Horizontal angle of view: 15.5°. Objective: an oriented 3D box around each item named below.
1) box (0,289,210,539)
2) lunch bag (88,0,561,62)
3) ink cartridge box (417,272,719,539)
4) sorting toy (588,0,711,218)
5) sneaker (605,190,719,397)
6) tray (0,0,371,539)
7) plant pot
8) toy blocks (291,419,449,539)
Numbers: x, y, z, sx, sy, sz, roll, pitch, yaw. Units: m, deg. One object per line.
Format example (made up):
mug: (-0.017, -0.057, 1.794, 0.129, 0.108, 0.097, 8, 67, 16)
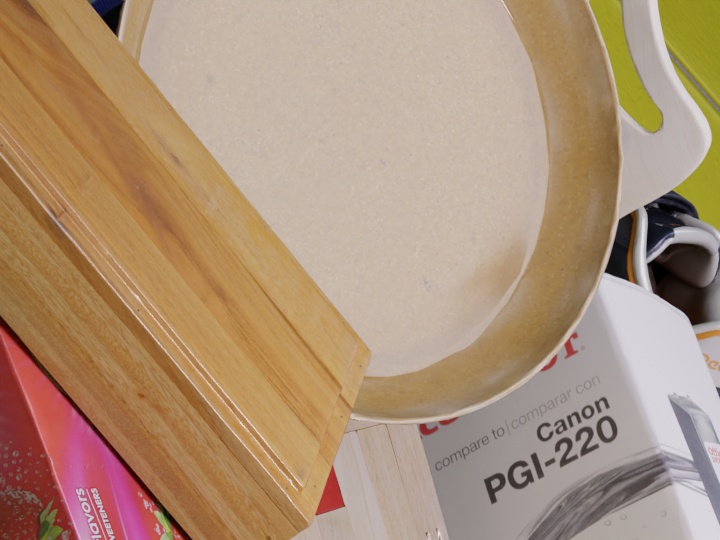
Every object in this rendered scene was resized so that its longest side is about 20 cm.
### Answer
box: (-0.111, 0.039, 0.767, 0.100, 0.095, 0.200, 10, 53, -61)
lunch bag: (-0.052, -0.116, 0.955, 0.200, 0.170, 0.127, 54, -7, -7)
ink cartridge box: (0.081, 0.123, 1.002, 0.085, 0.146, 0.200, 26, 39, -52)
sorting toy: (0.071, -0.090, 1.147, 0.107, 0.180, 0.200, 1, 78, -48)
sneaker: (0.118, -0.014, 1.225, 0.078, 0.079, 0.200, 6, 42, -42)
tray: (-0.076, -0.021, 0.741, 0.200, 0.037, 0.099, 50, 25, -16)
plant pot: (0.001, -0.048, 0.868, 0.200, 0.027, 0.200, 7, 77, -33)
toy blocks: (-0.022, 0.104, 0.905, 0.200, 0.100, 0.137, -7, 80, -65)
